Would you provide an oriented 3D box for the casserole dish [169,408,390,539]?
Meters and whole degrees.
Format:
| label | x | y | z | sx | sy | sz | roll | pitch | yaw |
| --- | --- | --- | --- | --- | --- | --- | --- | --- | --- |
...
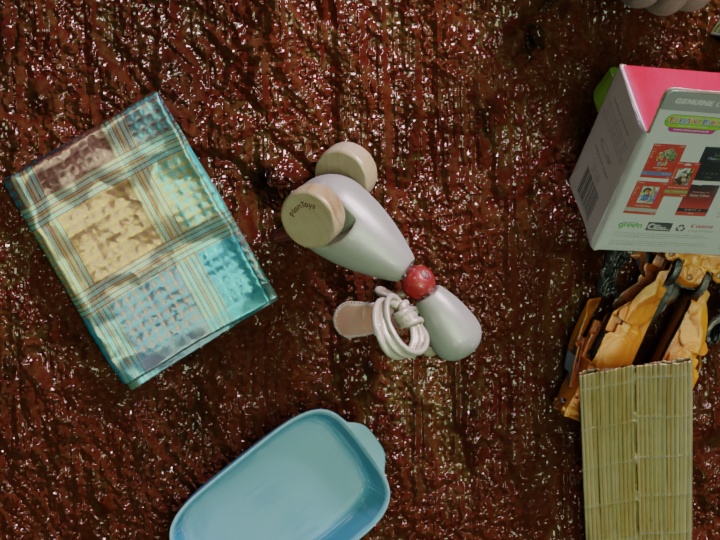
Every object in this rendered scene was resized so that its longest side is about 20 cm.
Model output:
| label | x | y | z | sx | sy | sz | roll | pitch | yaw |
| --- | --- | --- | --- | --- | --- | --- | --- | --- | --- |
| casserole dish | -0.069 | 0.196 | 1.670 | 0.200 | 0.039 | 0.121 | -38 | 107 | -4 |

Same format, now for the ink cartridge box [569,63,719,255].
| label | x | y | z | sx | sy | sz | roll | pitch | yaw |
| --- | --- | --- | --- | --- | --- | --- | --- | --- | --- |
| ink cartridge box | 0.293 | -0.100 | 1.615 | 0.199 | 0.084 | 0.176 | 3 | 136 | -17 |

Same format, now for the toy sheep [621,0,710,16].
| label | x | y | z | sx | sy | sz | roll | pitch | yaw |
| --- | --- | --- | --- | --- | --- | --- | --- | --- | --- |
| toy sheep | 0.249 | -0.267 | 1.615 | 0.199 | 0.138 | 0.139 | -4 | 102 | -14 |

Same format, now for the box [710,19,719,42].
| label | x | y | z | sx | sy | sz | roll | pitch | yaw |
| --- | --- | --- | --- | --- | --- | --- | --- | --- | --- |
| box | 0.407 | -0.187 | 1.722 | 0.200 | 0.035 | 0.110 | 35 | 90 | -18 |

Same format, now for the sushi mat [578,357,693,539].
| label | x | y | z | sx | sy | sz | roll | pitch | yaw |
| --- | --- | --- | --- | --- | --- | --- | --- | --- | --- |
| sushi mat | 0.234 | 0.160 | 1.711 | 0.095 | 0.012 | 0.201 | -5 | 122 | 1 |

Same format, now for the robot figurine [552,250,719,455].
| label | x | y | z | sx | sy | sz | roll | pitch | yaw |
| --- | --- | --- | --- | --- | --- | --- | --- | --- | --- |
| robot figurine | 0.247 | 0.045 | 1.713 | 0.144 | 0.058 | 0.201 | 24 | 94 | -18 |

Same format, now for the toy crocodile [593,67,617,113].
| label | x | y | z | sx | sy | sz | roll | pitch | yaw |
| --- | --- | --- | --- | --- | --- | --- | --- | --- | --- |
| toy crocodile | 0.290 | -0.129 | 1.693 | 0.199 | 0.062 | 0.068 | 4 | 136 | -17 |

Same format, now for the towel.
| label | x | y | z | sx | sy | sz | roll | pitch | yaw |
| --- | --- | --- | --- | --- | --- | --- | --- | --- | --- |
| towel | -0.173 | -0.022 | 1.610 | 0.146 | 0.022 | 0.201 | -31 | 106 | -8 |

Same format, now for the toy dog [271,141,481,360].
| label | x | y | z | sx | sy | sz | roll | pitch | yaw |
| --- | --- | --- | --- | --- | --- | --- | --- | --- | --- |
| toy dog | 0.000 | 0.000 | 1.618 | 0.132 | 0.096 | 0.201 | -14 | 72 | -49 |
